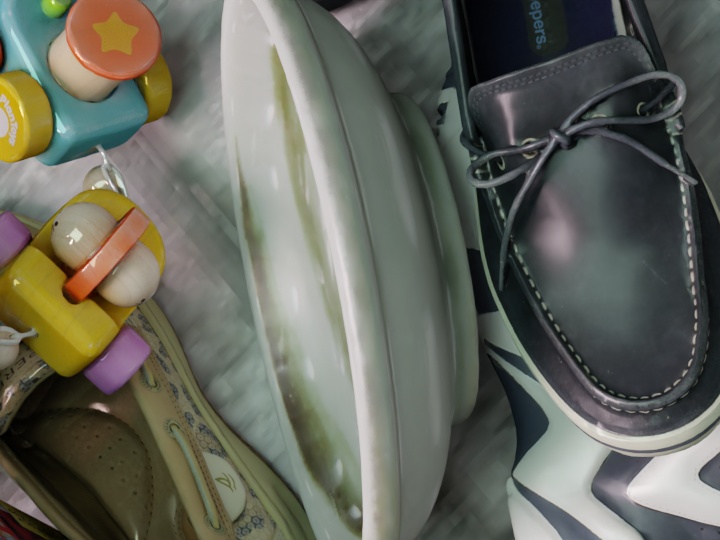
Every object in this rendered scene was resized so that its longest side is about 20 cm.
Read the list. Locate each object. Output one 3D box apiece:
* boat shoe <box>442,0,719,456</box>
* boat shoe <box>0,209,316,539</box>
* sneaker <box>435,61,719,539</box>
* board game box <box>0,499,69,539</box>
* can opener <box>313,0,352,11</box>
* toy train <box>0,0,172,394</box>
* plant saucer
[{"bbox_3d":[0.063,-0.042,0.876,0.074,0.062,0.201,-15,72,10],"label":"boat shoe"},{"bbox_3d":[-0.092,0.051,1.018,0.200,0.063,0.073,43,106,21],"label":"boat shoe"},{"bbox_3d":[0.102,0.011,0.925,0.129,0.079,0.200,-14,70,11],"label":"sneaker"},{"bbox_3d":[-0.118,0.126,0.915,0.062,0.200,0.200,-52,43,3],"label":"board game box"},{"bbox_3d":[0.040,-0.142,0.959,0.199,0.067,0.054,-24,78,22],"label":"can opener"},{"bbox_3d":[-0.124,-0.038,0.971,0.056,0.150,0.201,-37,39,46],"label":"toy train"},{"bbox_3d":[0.000,0.000,0.930,0.050,0.200,0.201,-11,82,-10],"label":"plant saucer"}]
